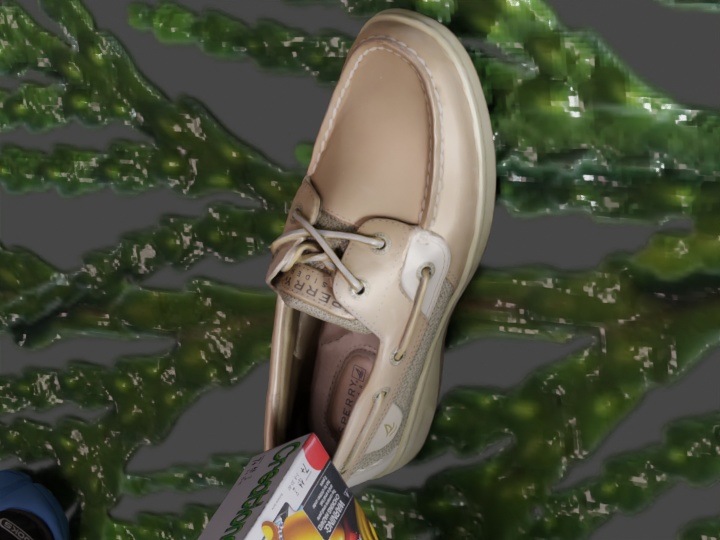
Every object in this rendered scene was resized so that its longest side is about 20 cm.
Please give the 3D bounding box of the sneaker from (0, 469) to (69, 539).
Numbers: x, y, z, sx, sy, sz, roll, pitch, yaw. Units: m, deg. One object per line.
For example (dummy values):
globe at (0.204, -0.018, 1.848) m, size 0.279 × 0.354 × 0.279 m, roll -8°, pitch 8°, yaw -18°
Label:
sneaker at (-0.198, 0.190, 0.918) m, size 0.071 × 0.083 × 0.200 m, roll 29°, pitch 124°, yaw 26°

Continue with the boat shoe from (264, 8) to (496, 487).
boat shoe at (0.000, 0.000, 0.708) m, size 0.072 × 0.065 × 0.200 m, roll 26°, pitch 120°, yaw 28°

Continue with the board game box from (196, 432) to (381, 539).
board game box at (-0.028, 0.161, 0.643) m, size 0.035 × 0.200 × 0.126 m, roll -24°, pitch 106°, yaw 27°
